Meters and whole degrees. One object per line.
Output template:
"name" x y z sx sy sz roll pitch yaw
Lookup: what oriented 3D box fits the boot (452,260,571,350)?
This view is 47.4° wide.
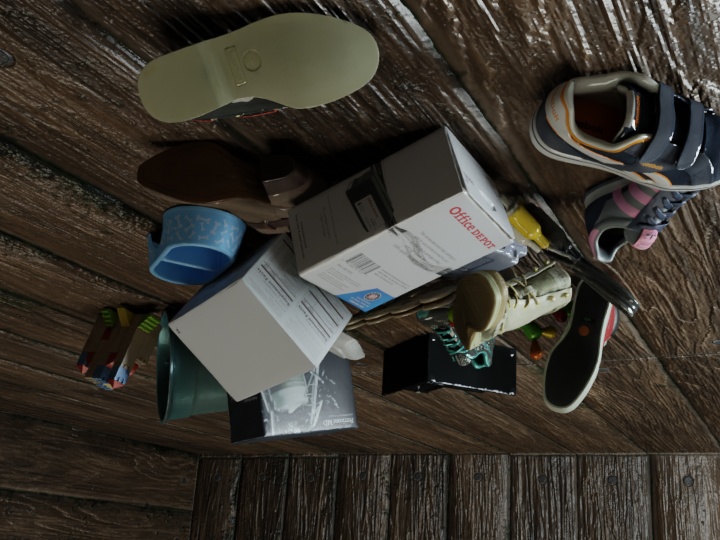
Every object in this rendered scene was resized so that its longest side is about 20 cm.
"boot" 0.203 0.030 1.064 0.152 0.073 0.201 -21 160 -9

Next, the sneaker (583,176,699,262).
"sneaker" 0.308 -0.067 0.846 0.069 0.084 0.200 10 159 -19

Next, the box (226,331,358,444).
"box" -0.124 0.188 1.424 0.197 0.201 0.123 2 165 -38

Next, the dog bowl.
"dog bowl" -0.227 -0.028 1.113 0.110 0.051 0.199 13 159 -24

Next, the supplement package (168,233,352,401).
"supplement package" -0.141 0.070 1.142 0.199 0.111 0.156 -27 108 44

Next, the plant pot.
"plant pot" -0.270 0.178 1.517 0.192 0.204 0.200 3 163 -22

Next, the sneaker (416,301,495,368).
"sneaker" 0.166 0.110 1.362 0.077 0.093 0.198 -16 153 42

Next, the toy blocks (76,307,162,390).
"toy blocks" -0.450 0.154 1.503 0.198 0.139 0.100 -4 148 41

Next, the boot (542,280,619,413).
"boot" 0.332 0.122 1.209 0.071 0.203 0.144 18 170 28

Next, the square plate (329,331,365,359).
"square plate" -0.088 0.083 1.278 0.198 0.029 0.198 29 172 10

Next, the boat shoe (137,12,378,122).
"boat shoe" -0.082 -0.167 0.679 0.197 0.075 0.063 -9 -165 8

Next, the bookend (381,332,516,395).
"bookend" 0.170 0.201 1.617 0.195 0.094 0.200 12 160 -23

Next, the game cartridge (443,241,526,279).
"game cartridge" 0.098 -0.033 1.057 0.197 0.042 0.133 15 154 -28

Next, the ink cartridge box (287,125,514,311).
"ink cartridge box" 0.045 -0.047 0.875 0.198 0.086 0.144 -25 151 22

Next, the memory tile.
"memory tile" 0.073 0.043 1.187 0.198 0.017 0.153 -17 -174 37

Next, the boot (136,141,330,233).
"boot" -0.130 -0.081 0.917 0.196 0.072 0.146 1 163 8

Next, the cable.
"cable" 0.226 -0.011 0.937 0.050 0.200 0.097 -42 170 -3

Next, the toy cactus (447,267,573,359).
"toy cactus" 0.218 0.055 1.221 0.196 0.104 0.166 6 153 21

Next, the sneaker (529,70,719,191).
"sneaker" 0.252 -0.120 0.714 0.196 0.080 0.079 7 166 -3

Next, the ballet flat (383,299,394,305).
"ballet flat" 0.000 0.000 1.117 0.071 0.073 0.198 -12 162 38
